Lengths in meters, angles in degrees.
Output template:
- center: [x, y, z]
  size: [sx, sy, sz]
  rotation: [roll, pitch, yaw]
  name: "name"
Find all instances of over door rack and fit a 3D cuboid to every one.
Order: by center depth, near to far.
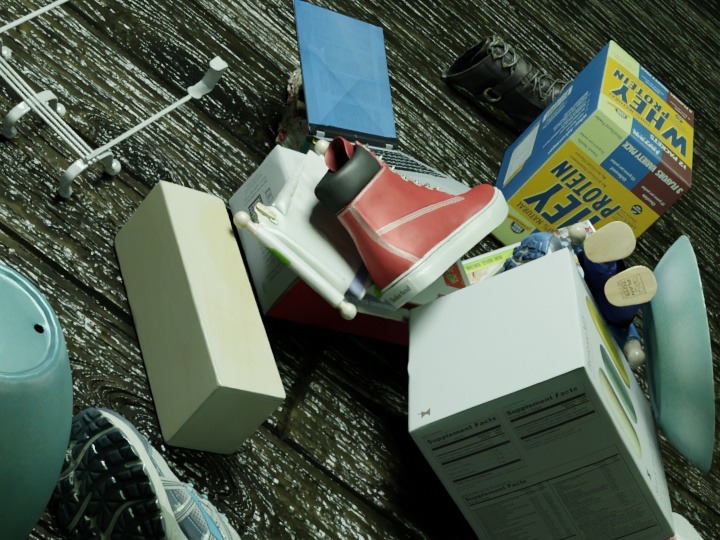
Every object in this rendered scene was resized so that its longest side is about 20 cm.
- center: [-0.229, -0.162, 1.223]
  size: [0.148, 0.067, 0.200]
  rotation: [45, 51, 2]
  name: "over door rack"

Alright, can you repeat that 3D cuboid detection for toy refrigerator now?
- center: [-0.124, 0.035, 1.117]
  size: [0.070, 0.076, 0.201]
  rotation: [16, 40, -39]
  name: "toy refrigerator"

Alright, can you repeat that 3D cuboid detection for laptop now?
- center: [0.035, -0.159, 1.405]
  size: [0.199, 0.117, 0.187]
  rotation: [29, 13, 25]
  name: "laptop"

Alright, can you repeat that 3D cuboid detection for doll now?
- center: [0.219, 0.018, 1.262]
  size: [0.200, 0.048, 0.138]
  rotation: [59, 8, -80]
  name: "doll"

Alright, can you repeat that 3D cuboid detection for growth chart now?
- center: [-0.015, -0.036, 1.228]
  size: [0.145, 0.018, 0.200]
  rotation: [44, 32, -4]
  name: "growth chart"

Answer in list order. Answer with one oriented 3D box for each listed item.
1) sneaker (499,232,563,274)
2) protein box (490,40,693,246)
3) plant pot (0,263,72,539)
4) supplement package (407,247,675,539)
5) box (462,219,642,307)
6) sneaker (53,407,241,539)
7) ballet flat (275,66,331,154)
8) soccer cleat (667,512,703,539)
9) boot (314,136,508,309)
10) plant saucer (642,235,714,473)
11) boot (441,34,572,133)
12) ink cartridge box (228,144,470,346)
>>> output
- center: [0.180, 0.056, 1.352]
  size: [0.084, 0.202, 0.077]
  rotation: [-13, 25, -24]
  name: "sneaker"
- center: [0.260, -0.115, 1.643]
  size: [0.135, 0.199, 0.201]
  rotation: [38, 31, -9]
  name: "protein box"
- center: [-0.250, 0.068, 0.866]
  size: [0.199, 0.135, 0.201]
  rotation: [31, 32, -22]
  name: "plant pot"
- center: [0.147, 0.123, 1.195]
  size: [0.201, 0.149, 0.153]
  rotation: [57, 21, -32]
  name: "supplement package"
- center: [0.172, 0.026, 1.441]
  size: [0.198, 0.035, 0.111]
  rotation: [-18, 63, -27]
  name: "box"
- center: [-0.127, 0.177, 0.960]
  size: [0.201, 0.077, 0.086]
  rotation: [56, 19, 6]
  name: "sneaker"
- center: [-0.040, -0.166, 1.473]
  size: [0.075, 0.064, 0.201]
  rotation: [24, 34, -14]
  name: "ballet flat"
- center: [0.347, 0.304, 1.346]
  size: [0.068, 0.085, 0.201]
  rotation: [10, 45, -44]
  name: "soccer cleat"
- center: [0.043, -0.069, 1.247]
  size: [0.145, 0.072, 0.200]
  rotation: [53, 36, 1]
  name: "boot"
- center: [0.267, 0.073, 1.240]
  size: [0.201, 0.038, 0.204]
  rotation: [-6, 90, -85]
  name: "plant saucer"
- center: [0.211, -0.223, 1.751]
  size: [0.174, 0.199, 0.070]
  rotation: [36, 56, -26]
  name: "boot"
- center: [0.000, 0.000, 1.301]
  size: [0.199, 0.084, 0.177]
  rotation: [15, 43, -40]
  name: "ink cartridge box"
